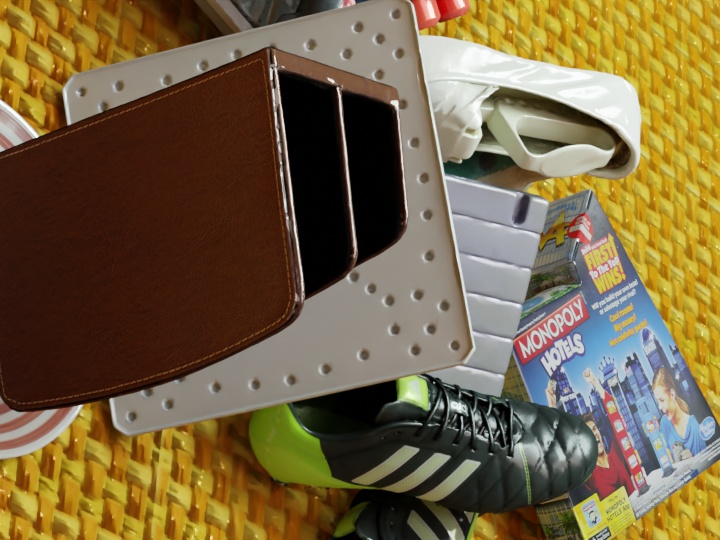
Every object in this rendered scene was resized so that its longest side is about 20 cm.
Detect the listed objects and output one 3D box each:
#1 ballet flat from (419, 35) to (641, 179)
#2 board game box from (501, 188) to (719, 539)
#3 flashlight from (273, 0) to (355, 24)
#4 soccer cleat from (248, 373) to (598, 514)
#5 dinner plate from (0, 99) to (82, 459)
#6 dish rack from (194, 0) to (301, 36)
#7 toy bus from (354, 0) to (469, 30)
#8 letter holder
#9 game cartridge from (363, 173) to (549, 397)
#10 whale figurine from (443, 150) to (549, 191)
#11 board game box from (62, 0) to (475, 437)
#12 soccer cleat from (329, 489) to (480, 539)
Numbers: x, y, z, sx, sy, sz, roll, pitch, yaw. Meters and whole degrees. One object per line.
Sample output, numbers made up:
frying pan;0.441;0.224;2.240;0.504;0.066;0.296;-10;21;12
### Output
ballet flat;0.073;-0.087;1.609;0.199;0.069;0.070;7;68;-24
board game box;0.136;0.061;1.837;0.200;0.061;0.201;-25;95;-53
flashlight;0.003;-0.163;1.681;0.068;0.067;0.201;63;39;-45
soccer cleat;0.039;0.089;1.595;0.199;0.081;0.068;4;52;-9
dinner plate;-0.204;-0.001;1.453;0.200;0.024;0.201;24;58;-45
dish rack;-0.073;-0.221;1.670;0.200;0.043;0.172;49;49;-43
toy bus;0.020;-0.232;1.613;0.200;0.135;0.193;-29;98;-46
letter holder;-0.081;-0.006;1.428;0.100;0.199;0.143;14;65;-50
game cartridge;0.000;0.000;1.614;0.199;0.038;0.130;13;98;-24
whale figurine;0.064;-0.095;1.724;0.199;0.159;0.104;-24;114;-35
board game box;-0.049;-0.027;1.531;0.026;0.199;0.201;31;48;-73
soccer cleat;0.027;0.139;1.650;0.081;0.067;0.201;26;54;-27
